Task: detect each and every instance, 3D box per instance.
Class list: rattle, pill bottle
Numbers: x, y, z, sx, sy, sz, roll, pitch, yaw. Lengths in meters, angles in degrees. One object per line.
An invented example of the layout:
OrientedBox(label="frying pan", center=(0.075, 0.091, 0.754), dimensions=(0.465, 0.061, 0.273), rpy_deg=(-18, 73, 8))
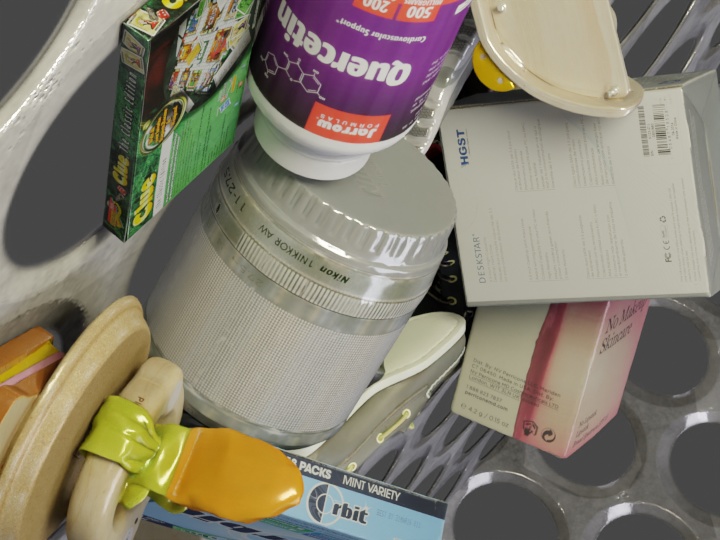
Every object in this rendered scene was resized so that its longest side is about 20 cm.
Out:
OrientedBox(label="rattle", center=(-0.118, 0.161, 1.353), dimensions=(0.130, 0.142, 0.200), rpy_deg=(-83, -174, -52))
OrientedBox(label="pill bottle", center=(-0.001, -0.146, 1.234), dimensions=(0.112, 0.112, 0.200), rpy_deg=(-41, 164, -41))

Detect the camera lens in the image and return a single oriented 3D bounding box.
OrientedBox(label="camera lens", center=(-0.044, 0.007, 1.401), dimensions=(0.200, 0.160, 0.160), rpy_deg=(-59, 166, 29))

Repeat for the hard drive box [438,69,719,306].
OrientedBox(label="hard drive box", center=(0.169, -0.059, 1.556), dimensions=(0.077, 0.199, 0.156), rpy_deg=(-27, 111, -58))

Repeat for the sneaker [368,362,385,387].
OrientedBox(label="sneaker", center=(0.000, 0.000, 1.576), dimensions=(0.074, 0.079, 0.201), rpy_deg=(26, 63, -47))

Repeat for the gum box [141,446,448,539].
OrientedBox(label="gum box", center=(-0.064, 0.164, 1.466), dimensions=(0.200, 0.169, 0.045), rpy_deg=(-13, -119, 58))

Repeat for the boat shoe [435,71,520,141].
OrientedBox(label="boat shoe", center=(0.079, -0.126, 1.726), dimensions=(0.072, 0.072, 0.200), rpy_deg=(-12, 143, -47))

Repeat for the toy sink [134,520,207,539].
OrientedBox(label="toy sink", center=(-0.100, 0.129, 1.668), dimensions=(0.200, 0.112, 0.131), rpy_deg=(-44, 166, -35))

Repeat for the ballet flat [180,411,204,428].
OrientedBox(label="ballet flat", center=(-0.112, 0.091, 1.493), dimensions=(0.199, 0.070, 0.070), rpy_deg=(2, 134, -32))

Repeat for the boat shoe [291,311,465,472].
OrientedBox(label="boat shoe", center=(0.008, 0.103, 1.611), dimensions=(0.201, 0.072, 0.060), rpy_deg=(-36, 120, -28))

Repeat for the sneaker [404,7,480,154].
OrientedBox(label="sneaker", center=(0.042, -0.126, 1.540), dimensions=(0.200, 0.075, 0.082), rpy_deg=(-54, 166, 6))

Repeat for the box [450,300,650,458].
OrientedBox(label="box", center=(0.166, 0.030, 1.705), dimensions=(0.128, 0.109, 0.201), rpy_deg=(-29, 137, -59))

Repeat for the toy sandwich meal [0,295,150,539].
OrientedBox(label="toy sandwich meal", center=(-0.204, 0.093, 1.304), dimensions=(0.206, 0.070, 0.205), rpy_deg=(-61, 172, -14))

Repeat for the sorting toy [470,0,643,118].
OrientedBox(label="sorting toy", center=(0.142, -0.218, 1.493), dimensions=(0.106, 0.201, 0.180), rpy_deg=(-9, -165, 24))

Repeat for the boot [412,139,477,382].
OrientedBox(label="boot", center=(0.058, -0.010, 1.677), dimensions=(0.154, 0.073, 0.204), rpy_deg=(8, 107, -62))

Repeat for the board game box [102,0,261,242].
OrientedBox(label="board game box", center=(-0.101, -0.104, 1.200), dimensions=(0.105, 0.023, 0.200), rpy_deg=(-47, 167, -31))
